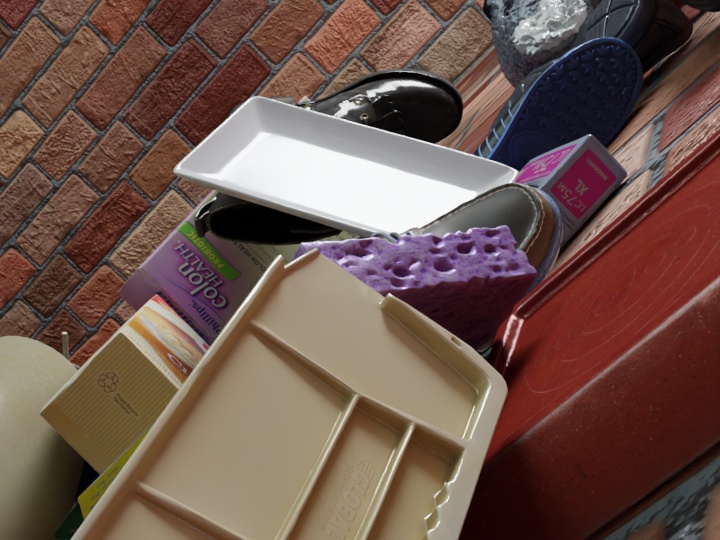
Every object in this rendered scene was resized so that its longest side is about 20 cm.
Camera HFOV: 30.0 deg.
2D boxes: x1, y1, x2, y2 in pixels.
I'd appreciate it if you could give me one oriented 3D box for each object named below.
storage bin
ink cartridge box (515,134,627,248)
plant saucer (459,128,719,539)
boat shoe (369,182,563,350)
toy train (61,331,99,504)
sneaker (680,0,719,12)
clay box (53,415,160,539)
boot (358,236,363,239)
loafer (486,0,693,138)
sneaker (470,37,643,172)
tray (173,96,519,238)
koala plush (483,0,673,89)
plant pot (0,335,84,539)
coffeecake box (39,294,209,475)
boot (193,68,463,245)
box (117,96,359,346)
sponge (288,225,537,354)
[{"bbox_3d":[-0.056,0.122,0.439,0.200,0.093,0.199,-56,1,32],"label":"storage bin"},{"bbox_3d":[0.069,0.005,0.828,0.200,0.042,0.119,-49,6,-9],"label":"ink cartridge box"},{"bbox_3d":[0.107,0.014,0.497,0.200,0.037,0.200,-44,7,26],"label":"plant saucer"},{"bbox_3d":[0.023,0.018,0.724,0.200,0.072,0.072,-41,-34,1],"label":"boat shoe"},{"bbox_3d":[-0.186,0.139,1.041,0.084,0.202,0.116,-10,2,8],"label":"toy train"},{"bbox_3d":[0.230,-0.215,0.932,0.074,0.081,0.200,-57,9,24],"label":"sneaker"},{"bbox_3d":[-0.053,0.100,0.686,0.200,0.115,0.048,-45,49,20],"label":"clay box"},{"bbox_3d":[0.000,0.000,0.921,0.201,0.064,0.187,-57,-10,-28],"label":"boot"},{"bbox_3d":[0.172,-0.135,1.028,0.200,0.063,0.072,-47,34,43],"label":"loafer"},{"bbox_3d":[0.114,-0.082,0.944,0.200,0.070,0.078,-47,11,-9],"label":"sneaker"},{"bbox_3d":[-0.009,-0.056,0.858,0.107,0.199,0.022,-50,-30,-46],"label":"tray"},{"bbox_3d":[0.181,-0.234,1.165,0.178,0.183,0.201,87,-153,-66],"label":"koala plush"},{"bbox_3d":[-0.263,0.138,0.885,0.187,0.187,0.200,-41,13,38],"label":"plant pot"},{"bbox_3d":[-0.118,0.104,0.897,0.073,0.154,0.200,-44,6,2],"label":"coffeecake box"},{"bbox_3d":[-0.015,-0.072,0.948,0.198,0.070,0.174,-11,28,1],"label":"boot"},{"bbox_3d":[-0.057,0.001,1.073,0.200,0.176,0.097,-49,7,-24],"label":"box"},{"bbox_3d":[-0.014,0.062,0.582,0.111,0.030,0.200,-7,-38,-38],"label":"sponge"}]
